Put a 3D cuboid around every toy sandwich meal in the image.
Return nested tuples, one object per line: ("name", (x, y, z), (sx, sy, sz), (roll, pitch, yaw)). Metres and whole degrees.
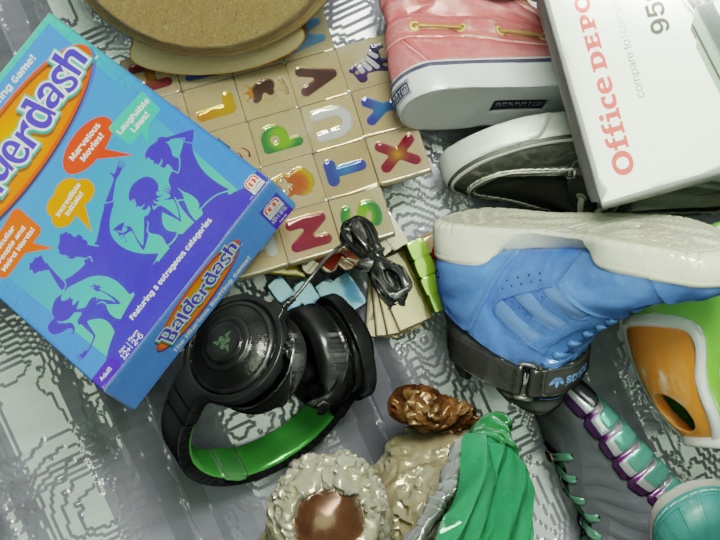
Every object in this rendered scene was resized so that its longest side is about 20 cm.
("toy sandwich meal", (-0.089, -0.212, 1.077), (0.203, 0.070, 0.207), (1, 122, 2))

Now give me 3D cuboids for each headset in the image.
("headset", (-0.035, 0.056, 1.067), (0.094, 0.123, 0.201), (51, 126, 36))

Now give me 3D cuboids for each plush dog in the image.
("plush dog", (0.024, 0.166, 1.101), (0.171, 0.160, 0.201), (-29, 106, -22))

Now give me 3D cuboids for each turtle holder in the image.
("turtle holder", (0.244, 0.038, 1.115), (0.185, 0.140, 0.133), (0, 87, -48))

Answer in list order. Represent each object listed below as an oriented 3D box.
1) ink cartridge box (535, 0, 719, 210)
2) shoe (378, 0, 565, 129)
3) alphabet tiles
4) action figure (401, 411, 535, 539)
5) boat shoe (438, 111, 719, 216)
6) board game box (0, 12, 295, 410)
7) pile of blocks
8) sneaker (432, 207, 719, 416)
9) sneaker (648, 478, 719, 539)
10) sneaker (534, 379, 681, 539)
("ink cartridge box", (0.209, -0.129, 1.036), (0.198, 0.084, 0.146), (-16, 90, 6))
("shoe", (0.108, -0.139, 1.133), (0.198, 0.072, 0.092), (-2, 66, -19))
("alphabet tiles", (-0.065, -0.076, 1.119), (0.198, 0.006, 0.168), (-16, 66, -3))
("action figure", (0.061, 0.159, 1.012), (0.118, 0.054, 0.201), (46, 41, -30))
("boat shoe", (0.148, -0.058, 1.127), (0.198, 0.071, 0.064), (-5, 69, -5))
("board game box", (-0.159, -0.039, 1.081), (0.200, 0.045, 0.152), (36, 86, 28))
("pile of blocks", (0.000, 0.000, 1.126), (0.198, 0.062, 0.083), (1, 88, -3))
("sneaker", (0.128, 0.028, 1.045), (0.199, 0.077, 0.112), (5, 106, 37))
("sneaker", (0.233, 0.208, 1.081), (0.071, 0.080, 0.201), (-29, 122, 6))
("sneaker", (0.148, 0.141, 1.128), (0.088, 0.074, 0.200), (-44, 92, 1))
